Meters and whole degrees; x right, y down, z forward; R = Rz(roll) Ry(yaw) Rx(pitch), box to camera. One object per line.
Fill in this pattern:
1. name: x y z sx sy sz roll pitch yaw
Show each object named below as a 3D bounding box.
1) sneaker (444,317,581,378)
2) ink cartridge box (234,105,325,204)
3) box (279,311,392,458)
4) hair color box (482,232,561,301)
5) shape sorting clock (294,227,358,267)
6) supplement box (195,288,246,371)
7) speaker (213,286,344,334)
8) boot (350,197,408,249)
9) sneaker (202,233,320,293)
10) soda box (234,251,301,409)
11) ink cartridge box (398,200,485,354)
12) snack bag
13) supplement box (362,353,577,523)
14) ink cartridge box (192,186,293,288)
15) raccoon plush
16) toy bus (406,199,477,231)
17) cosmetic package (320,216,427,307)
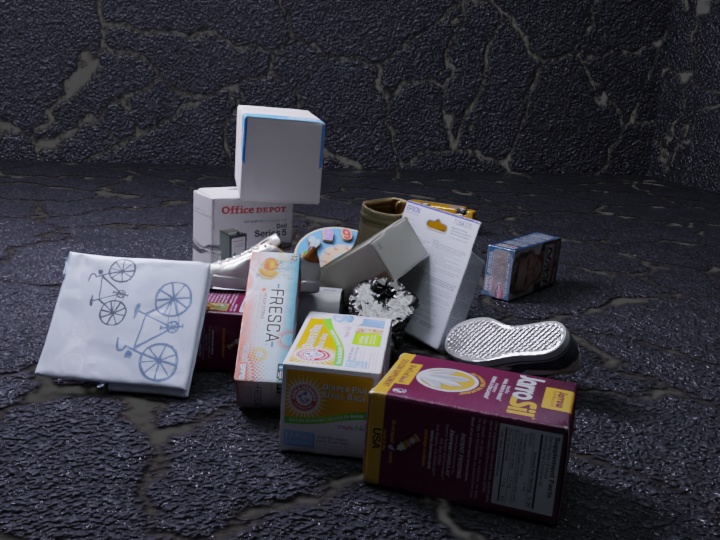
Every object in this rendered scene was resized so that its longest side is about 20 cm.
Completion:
1. sneaker: 0.211 0.116 1.157 0.199 0.079 0.079 -1 -37 45
2. ink cartridge box: -0.135 -0.192 1.343 0.124 0.130 0.200 2 17 -12
3. box: -0.025 0.128 0.980 0.111 0.102 0.200 5 14 4
4. hair color box: 0.317 -0.010 1.622 0.060 0.101 0.199 16 19 36
5. shape sorting clock: -0.023 -0.011 1.508 0.198 0.039 0.201 10 47 -11
6. supplement box: -0.228 0.078 1.157 0.198 0.086 0.110 4 14 -2
7. speaker: -0.127 0.060 1.271 0.198 0.082 0.081 4 14 3
8. boot: 0.077 -0.043 1.441 0.198 0.157 0.073 7 27 -18
9. sneaker: -0.157 -0.013 1.214 0.198 0.086 0.073 2 1 -10
10. soda box: -0.114 0.071 1.050 0.068 0.064 0.201 3 52 -1
11. ink cartridge box: 0.108 0.006 1.305 0.043 0.201 0.196 18 4 -34
12. snack bag: -0.301 0.066 1.069 0.198 0.190 0.021 5 -31 -1
13. supplement box: 0.116 0.166 0.863 0.198 0.104 0.131 8 14 16
14. ink cartridge box: -0.193 -0.030 1.361 0.144 0.202 0.084 -5 17 -31
15. raccoon plush: 0.013 0.105 1.198 0.096 0.135 0.201 22 50 11
16. toy bus: 0.212 -0.141 2.188 0.199 0.066 0.078 11 14 28
17. cosmetic package: 0.000 0.000 1.322 0.200 0.071 0.105 -29 5 47
